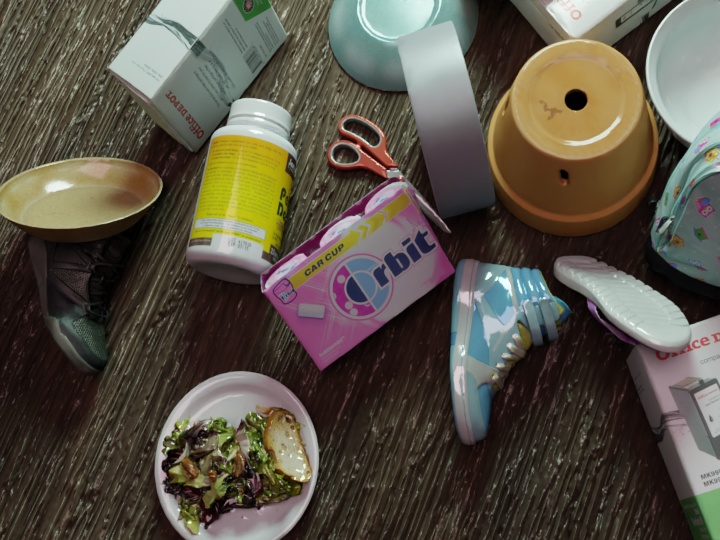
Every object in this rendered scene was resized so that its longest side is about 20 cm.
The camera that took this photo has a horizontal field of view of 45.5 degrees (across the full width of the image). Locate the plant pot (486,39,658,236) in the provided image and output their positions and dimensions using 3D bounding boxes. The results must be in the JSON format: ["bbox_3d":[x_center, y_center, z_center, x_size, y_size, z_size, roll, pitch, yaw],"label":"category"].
[{"bbox_3d":[0.235,-0.156,0.946,0.195,0.140,0.205,-3,74,10],"label":"plant pot"}]

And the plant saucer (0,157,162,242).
[{"bbox_3d":[-0.339,-0.083,1.048,0.194,0.036,0.202,2,30,-1],"label":"plant saucer"}]

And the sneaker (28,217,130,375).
[{"bbox_3d":[-0.328,0.020,1.044,0.112,0.076,0.203,-27,65,9],"label":"sneaker"}]

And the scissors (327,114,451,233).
[{"bbox_3d":[0.044,-0.121,1.041,0.198,0.014,0.074,32,81,20],"label":"scissors"}]

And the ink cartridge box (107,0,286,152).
[{"bbox_3d":[-0.197,-0.270,1.064,0.082,0.147,0.202,34,82,20],"label":"ink cartridge box"}]

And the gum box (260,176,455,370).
[{"bbox_3d":[0.000,0.000,0.956,0.198,0.066,0.114,-36,108,1],"label":"gum box"}]

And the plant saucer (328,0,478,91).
[{"bbox_3d":[0.050,-0.328,1.087,0.195,0.039,0.206,-3,73,11],"label":"plant saucer"}]

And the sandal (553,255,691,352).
[{"bbox_3d":[0.268,0.041,0.888,0.080,0.203,0.051,-2,115,-16],"label":"sandal"}]

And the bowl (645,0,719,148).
[{"bbox_3d":[0.411,-0.201,0.949,0.196,0.090,0.207,-3,73,11],"label":"bowl"}]

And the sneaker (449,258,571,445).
[{"bbox_3d":[0.162,0.085,0.924,0.127,0.080,0.205,0,75,13],"label":"sneaker"}]

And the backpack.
[{"bbox_3d":[0.377,-0.062,0.849,0.163,0.202,0.128,14,51,12],"label":"backpack"}]

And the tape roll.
[{"bbox_3d":[0.094,-0.163,0.945,0.065,0.201,0.205,-15,71,7],"label":"tape roll"}]

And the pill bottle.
[{"bbox_3d":[-0.136,-0.094,1.020,0.106,0.109,0.205,6,76,13],"label":"pill bottle"}]

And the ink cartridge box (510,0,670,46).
[{"bbox_3d":[0.288,-0.360,1.023,0.198,0.084,0.147,-35,70,1],"label":"ink cartridge box"}]

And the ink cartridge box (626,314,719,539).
[{"bbox_3d":[0.371,0.151,0.858,0.143,0.084,0.204,-19,71,5],"label":"ink cartridge box"}]

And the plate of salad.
[{"bbox_3d":[-0.143,0.214,0.965,0.195,0.048,0.206,-3,74,11],"label":"plate of salad"}]
